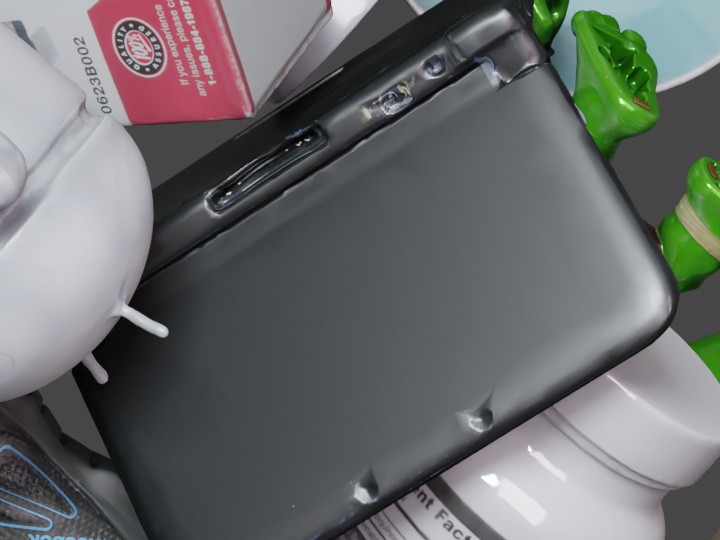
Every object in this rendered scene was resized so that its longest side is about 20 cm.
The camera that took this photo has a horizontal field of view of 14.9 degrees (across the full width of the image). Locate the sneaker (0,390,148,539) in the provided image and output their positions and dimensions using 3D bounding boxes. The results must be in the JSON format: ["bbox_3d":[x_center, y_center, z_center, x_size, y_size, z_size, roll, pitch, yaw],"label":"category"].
[{"bbox_3d":[-0.147,0.072,1.001,0.200,0.073,0.082,40,75,-8],"label":"sneaker"}]

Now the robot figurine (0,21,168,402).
[{"bbox_3d":[-0.149,-0.035,0.890,0.200,0.170,0.113,40,78,-8],"label":"robot figurine"}]

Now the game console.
[{"bbox_3d":[0.000,0.000,0.972,0.200,0.176,0.116,-32,99,11],"label":"game console"}]

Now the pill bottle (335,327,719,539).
[{"bbox_3d":[0.036,0.098,0.985,0.116,0.116,0.200,37,109,-9],"label":"pill bottle"}]

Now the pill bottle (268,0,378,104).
[{"bbox_3d":[-0.080,-0.158,1.028,0.200,0.112,0.112,42,74,-7],"label":"pill bottle"}]

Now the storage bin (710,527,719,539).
[{"bbox_3d":[0.251,0.129,1.098,0.199,0.094,0.200,40,74,-8],"label":"storage bin"}]

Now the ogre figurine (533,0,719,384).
[{"bbox_3d":[0.089,-0.013,1.049,0.200,0.098,0.120,43,117,2],"label":"ogre figurine"}]

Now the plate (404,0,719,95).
[{"bbox_3d":[0.088,-0.166,1.123,0.200,0.026,0.200,2,84,-16],"label":"plate"}]

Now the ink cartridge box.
[{"bbox_3d":[-0.129,-0.125,0.945,0.083,0.200,0.145,-58,139,-48],"label":"ink cartridge box"}]
